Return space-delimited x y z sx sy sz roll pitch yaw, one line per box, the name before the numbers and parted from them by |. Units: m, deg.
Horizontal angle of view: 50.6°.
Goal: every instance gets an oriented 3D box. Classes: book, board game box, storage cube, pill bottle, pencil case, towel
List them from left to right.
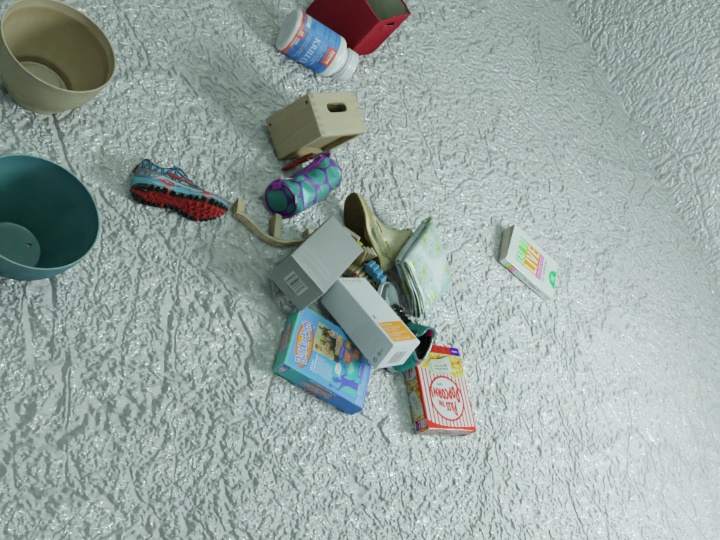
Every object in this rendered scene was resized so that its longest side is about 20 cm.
pencil case | -0.124 -0.190 1.699 0.200 0.085 0.093 -41 133 -49
pill bottle | -0.106 -0.566 1.938 0.200 0.112 0.113 24 50 -29
board game box | -0.070 0.180 1.543 0.200 0.045 0.152 34 46 -22
storage cube | -0.007 -0.702 2.067 0.200 0.180 0.171 55 42 1
towel | 0.154 -0.005 1.813 0.200 0.048 0.172 -53 133 -47
board game box | 0.174 0.268 1.710 0.151 0.046 0.201 11 58 -38
book | 0.482 -0.020 2.186 0.200 0.048 0.134 37 49 -21

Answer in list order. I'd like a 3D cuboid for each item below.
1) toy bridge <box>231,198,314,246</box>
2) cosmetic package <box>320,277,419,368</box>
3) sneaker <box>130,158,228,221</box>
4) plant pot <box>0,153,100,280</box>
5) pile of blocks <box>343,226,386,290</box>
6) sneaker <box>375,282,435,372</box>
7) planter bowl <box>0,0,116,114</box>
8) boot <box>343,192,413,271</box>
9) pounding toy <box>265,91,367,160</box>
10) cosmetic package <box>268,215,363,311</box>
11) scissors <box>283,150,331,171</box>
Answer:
toy bridge | -0.182 -0.087 1.625 0.200 0.027 0.067 23 52 -31
cosmetic package | 0.020 0.106 1.595 0.101 0.071 0.200 -1 43 -53
sneaker | -0.346 -0.165 1.487 0.199 0.079 0.096 18 51 -34
plant pot | -0.534 -0.063 1.205 0.200 0.135 0.201 22 51 -30
pile of blocks | 0.000 0.000 1.696 0.200 0.082 0.062 54 42 -1
sneaker | 0.100 0.118 1.647 0.083 0.120 0.201 -7 86 -51
planter bowl | -0.563 -0.368 1.374 0.200 0.135 0.201 23 52 -32
boot | 0.051 -0.095 1.810 0.155 0.073 0.201 -12 75 -45
pounding toy | -0.103 -0.353 1.773 0.200 0.184 0.143 -17 89 -47
cosmetic package | -0.089 -0.019 1.574 0.107 0.090 0.200 49 34 -4
scissors | -0.103 -0.256 1.688 0.073 0.200 0.014 -35 104 -36
